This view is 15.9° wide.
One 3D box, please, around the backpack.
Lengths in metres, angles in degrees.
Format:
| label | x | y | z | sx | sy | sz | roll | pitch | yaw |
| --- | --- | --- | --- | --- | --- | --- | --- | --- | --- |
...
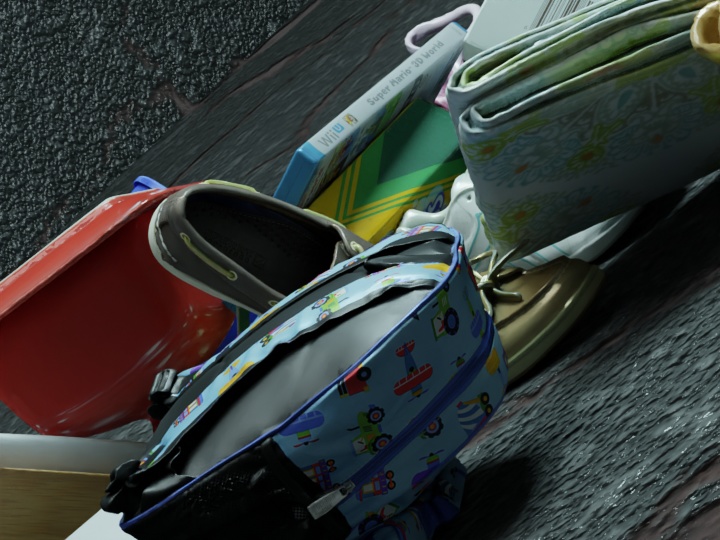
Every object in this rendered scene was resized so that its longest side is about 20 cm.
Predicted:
| label | x | y | z | sx | sy | sz | roll | pitch | yaw |
| --- | --- | --- | --- | --- | --- | --- | --- | --- | --- |
| backpack | -0.007 | 0.076 | 1.260 | 0.200 | 0.135 | 0.183 | -37 | 10 | 13 |

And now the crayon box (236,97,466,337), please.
| label | x | y | z | sx | sy | sz | roll | pitch | yaw |
| --- | --- | --- | --- | --- | --- | --- | --- | --- | --- |
| crayon box | 0.000 | 0.000 | 1.633 | 0.200 | 0.051 | 0.126 | -46 | -29 | -35 |

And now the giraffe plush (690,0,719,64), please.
| label | x | y | z | sx | sy | sz | roll | pitch | yaw |
| --- | --- | --- | --- | --- | --- | --- | --- | --- | --- |
| giraffe plush | 0.234 | -0.130 | 1.223 | 0.162 | 0.200 | 0.173 | -41 | 34 | 16 |

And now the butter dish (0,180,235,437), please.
| label | x | y | z | sx | sy | sz | roll | pitch | yaw |
| --- | --- | --- | --- | --- | --- | --- | --- | --- | --- |
| butter dish | -0.152 | 0.046 | 1.663 | 0.200 | 0.148 | 0.199 | -37 | -2 | 10 |

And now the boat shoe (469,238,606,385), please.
| label | x | y | z | sx | sy | sz | roll | pitch | yaw |
| --- | --- | --- | --- | --- | --- | --- | --- | --- | --- |
| boat shoe | 0.051 | 0.037 | 1.438 | 0.199 | 0.063 | 0.073 | -32 | 12 | 37 |

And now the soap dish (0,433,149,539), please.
| label | x | y | z | sx | sy | sz | roll | pitch | yaw |
| --- | --- | --- | --- | --- | --- | --- | --- | --- | --- |
| soap dish | -0.228 | 0.151 | 1.645 | 0.199 | 0.082 | 0.157 | 6 | -11 | -26 |

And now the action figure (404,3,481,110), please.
| label | x | y | z | sx | sy | sz | roll | pitch | yaw |
| --- | --- | --- | --- | --- | --- | --- | --- | --- | --- |
| action figure | 0.081 | -0.118 | 1.820 | 0.133 | 0.150 | 0.200 | -27 | 0 | 26 |

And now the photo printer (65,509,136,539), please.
| label | x | y | z | sx | sy | sz | roll | pitch | yaw |
| --- | --- | --- | --- | --- | --- | --- | --- | --- | --- |
| photo printer | -0.175 | 0.215 | 1.446 | 0.200 | 0.070 | 0.166 | -41 | 10 | -11 |

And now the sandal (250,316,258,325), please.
| label | x | y | z | sx | sy | sz | roll | pitch | yaw |
| --- | --- | --- | --- | --- | --- | --- | --- | --- | --- |
| sandal | -0.038 | 0.038 | 1.732 | 0.200 | 0.080 | 0.087 | -45 | 8 | -39 |

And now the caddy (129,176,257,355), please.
| label | x | y | z | sx | sy | sz | roll | pitch | yaw |
| --- | --- | --- | --- | --- | --- | --- | --- | --- | --- |
| caddy | -0.117 | 0.012 | 1.841 | 0.105 | 0.141 | 0.200 | -45 | -24 | -10 |

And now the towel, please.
| label | x | y | z | sx | sy | sz | roll | pitch | yaw |
| --- | --- | --- | --- | --- | --- | --- | --- | --- | --- |
| towel | 0.135 | -0.084 | 1.383 | 0.170 | 0.048 | 0.200 | -22 | -24 | 1 |

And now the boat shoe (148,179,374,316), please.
| label | x | y | z | sx | sy | sz | roll | pitch | yaw |
| --- | --- | --- | --- | --- | --- | --- | --- | --- | --- |
| boat shoe | -0.026 | 0.003 | 1.508 | 0.072 | 0.199 | 0.060 | -69 | 10 | -16 |

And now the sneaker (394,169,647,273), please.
| label | x | y | z | sx | sy | sz | roll | pitch | yaw |
| --- | --- | --- | --- | --- | --- | --- | --- | --- | --- |
| sneaker | 0.097 | -0.032 | 1.536 | 0.200 | 0.080 | 0.070 | -31 | 11 | 34 |

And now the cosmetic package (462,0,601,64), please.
| label | x | y | z | sx | sy | sz | roll | pitch | yaw |
| --- | --- | --- | --- | --- | --- | --- | --- | --- | --- |
| cosmetic package | 0.127 | -0.133 | 1.605 | 0.082 | 0.112 | 0.200 | -61 | -6 | -5 |

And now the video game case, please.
| label | x | y | z | sx | sy | sz | roll | pitch | yaw |
| --- | --- | --- | --- | --- | --- | --- | --- | --- | --- |
| video game case | -0.008 | -0.067 | 1.661 | 0.200 | 0.018 | 0.143 | -43 | -13 | -48 |
